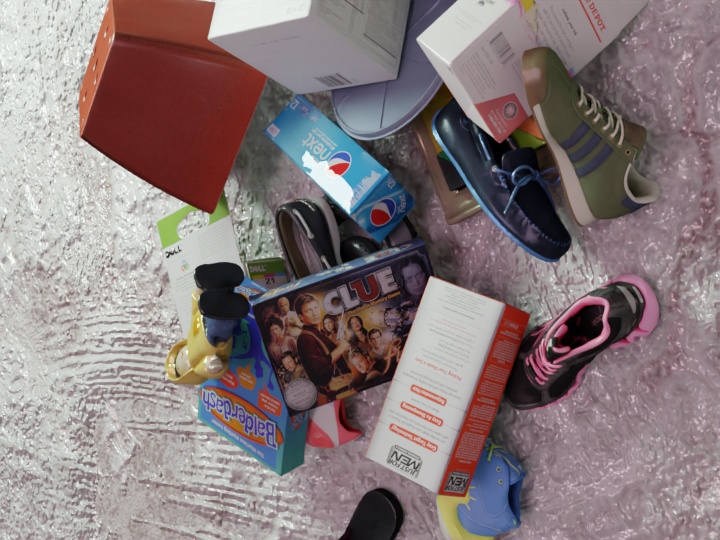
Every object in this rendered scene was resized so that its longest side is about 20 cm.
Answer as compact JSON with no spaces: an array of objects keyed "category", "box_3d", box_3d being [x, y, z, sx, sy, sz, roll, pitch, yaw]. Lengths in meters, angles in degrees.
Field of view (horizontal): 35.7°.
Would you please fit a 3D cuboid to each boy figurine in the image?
[{"category":"boy figurine","box_3d":[-0.175,0.066,1.260,0.200,0.064,0.126,124,139,-54]}]

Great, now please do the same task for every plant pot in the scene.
[{"category":"plant pot","box_3d":[-0.234,-0.219,1.337,0.201,0.174,0.201,-64,25,25]}]

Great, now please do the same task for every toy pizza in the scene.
[{"category":"toy pizza","box_3d":[0.043,-0.232,1.214,0.199,0.032,0.203,-25,54,40]}]

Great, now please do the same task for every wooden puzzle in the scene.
[{"category":"wooden puzzle","box_3d":[0.125,-0.172,1.180,0.184,0.037,0.202,-26,78,39]}]

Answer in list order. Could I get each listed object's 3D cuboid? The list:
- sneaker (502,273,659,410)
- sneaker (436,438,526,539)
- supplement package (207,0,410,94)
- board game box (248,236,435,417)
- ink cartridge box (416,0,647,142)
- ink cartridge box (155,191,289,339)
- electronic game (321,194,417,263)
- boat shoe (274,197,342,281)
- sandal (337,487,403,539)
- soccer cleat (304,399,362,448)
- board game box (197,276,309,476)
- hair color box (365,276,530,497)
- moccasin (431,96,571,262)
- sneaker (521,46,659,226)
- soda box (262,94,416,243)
[{"category":"sneaker","box_3d":[0.199,0.076,1.107,0.200,0.095,0.079,-48,67,35]},{"category":"sneaker","box_3d":[0.124,0.196,1.212,0.104,0.076,0.203,-17,83,21]},{"category":"supplement package","box_3d":[-0.043,-0.318,1.193,0.150,0.150,0.203,-1,73,40]},{"category":"board game box","box_3d":[-0.006,0.061,1.212,0.198,0.035,0.137,-20,106,-2]},{"category":"ink cartridge box","box_3d":[0.165,-0.235,1.053,0.200,0.117,0.068,-42,43,1]},{"category":"ink cartridge box","box_3d":[-0.170,0.007,1.425,0.147,0.075,0.203,-22,80,40]},{"category":"electronic game","box_3d":[0.000,0.000,1.300,0.199,0.041,0.203,13,109,43]},{"category":"boat shoe","box_3d":[-0.045,0.014,1.276,0.073,0.060,0.203,-19,85,46]},{"category":"sandal","box_3d":[-0.013,0.349,1.347,0.075,0.048,0.202,35,116,32]},{"category":"soccer cleat","box_3d":[-0.050,0.114,1.340,0.075,0.067,0.203,-9,95,11]},{"category":"board game box","box_3d":[-0.124,0.120,1.321,0.151,0.045,0.202,26,122,33]},{"category":"hair color box","box_3d":[0.090,0.119,1.153,0.101,0.061,0.202,21,90,37]},{"category":"moccasin","box_3d":[0.144,-0.099,1.111,0.201,0.080,0.068,52,122,15]},{"category":"sneaker","box_3d":[0.221,-0.129,1.038,0.089,0.068,0.201,-8,131,26]},{"category":"soda box","box_3d":[-0.026,-0.118,1.254,0.064,0.068,0.200,-46,48,2]}]
